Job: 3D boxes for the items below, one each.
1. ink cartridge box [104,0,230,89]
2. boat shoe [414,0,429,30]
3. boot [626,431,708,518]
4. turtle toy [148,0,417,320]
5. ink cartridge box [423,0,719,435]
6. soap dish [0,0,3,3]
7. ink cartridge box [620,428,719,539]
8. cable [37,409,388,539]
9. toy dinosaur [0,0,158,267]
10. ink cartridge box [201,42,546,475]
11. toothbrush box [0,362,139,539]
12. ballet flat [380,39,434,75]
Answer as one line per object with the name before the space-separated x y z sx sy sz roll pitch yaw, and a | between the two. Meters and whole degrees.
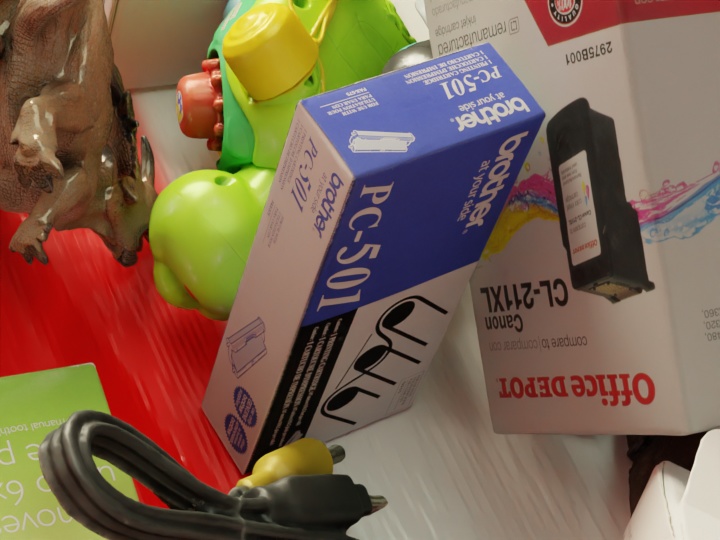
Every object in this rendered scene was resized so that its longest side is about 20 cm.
ink cartridge box | -0.092 -0.199 1.006 0.145 0.084 0.201 -9 56 -24
boat shoe | 0.112 -0.075 0.939 0.200 0.066 0.070 45 11 -10
boot | 0.184 0.076 0.814 0.072 0.166 0.201 37 30 -18
turtle toy | -0.032 -0.061 0.897 0.146 0.100 0.201 53 42 -27
ink cartridge box | 0.106 -0.037 0.781 0.082 0.145 0.202 -9 90 -27
soap dish | -0.206 -0.113 0.835 0.081 0.200 0.157 50 52 1
ink cartridge box | 0.134 0.172 0.692 0.128 0.202 0.125 24 9 3
cable | -0.050 0.106 0.752 0.199 0.050 0.098 10 57 -51
toy dinosaur | -0.129 -0.075 0.821 0.085 0.201 0.136 27 46 10
ink cartridge box | 0.000 0.000 0.802 0.093 0.201 0.044 -20 60 -30
toothbrush box | -0.145 0.147 0.715 0.144 0.086 0.201 -8 57 -23
ballet flat | 0.076 -0.024 0.890 0.201 0.068 0.069 59 28 -21
